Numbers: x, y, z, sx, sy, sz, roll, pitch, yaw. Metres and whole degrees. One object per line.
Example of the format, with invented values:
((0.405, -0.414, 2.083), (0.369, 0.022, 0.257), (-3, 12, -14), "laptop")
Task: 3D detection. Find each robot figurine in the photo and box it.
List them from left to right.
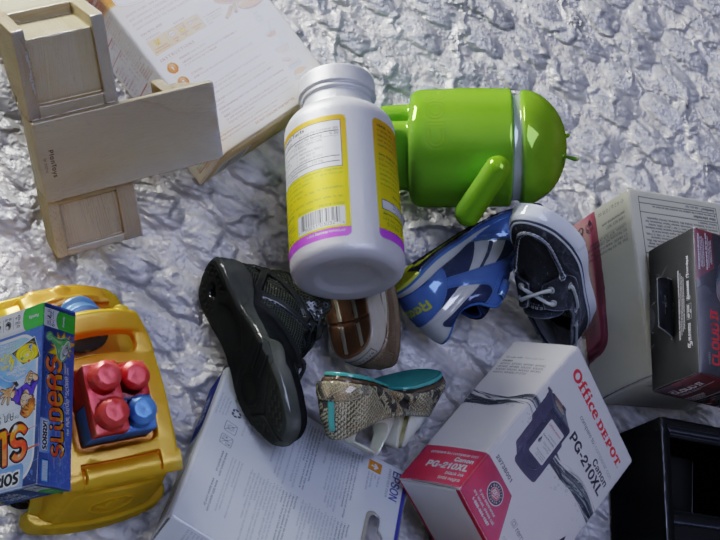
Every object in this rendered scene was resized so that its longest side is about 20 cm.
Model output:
((0.113, -0.122, 1.319), (0.198, 0.117, 0.176), (0, 26, 3), "robot figurine")

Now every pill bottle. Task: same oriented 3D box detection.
((-0.016, -0.083, 1.206), (0.103, 0.104, 0.202), (8, 62, -23), "pill bottle")

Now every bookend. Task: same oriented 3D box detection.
((0.355, 0.266, 1.322), (0.197, 0.092, 0.202), (13, 66, -21), "bookend")

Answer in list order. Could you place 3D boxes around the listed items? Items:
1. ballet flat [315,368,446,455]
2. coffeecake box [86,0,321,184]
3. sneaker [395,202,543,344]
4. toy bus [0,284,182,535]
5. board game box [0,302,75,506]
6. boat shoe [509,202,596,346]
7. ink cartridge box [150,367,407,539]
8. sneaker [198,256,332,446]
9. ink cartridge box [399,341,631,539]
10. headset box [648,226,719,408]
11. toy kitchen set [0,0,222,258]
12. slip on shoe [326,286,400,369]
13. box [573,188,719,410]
((0.018, 0.128, 1.204), (0.199, 0.067, 0.076), (6, 86, -62), "ballet flat")
((-0.150, -0.211, 1.279), (0.153, 0.073, 0.201), (-37, 89, -32), "coffeecake box")
((0.117, -0.001, 1.329), (0.199, 0.074, 0.083), (-34, 92, -27), "sneaker")
((-0.216, 0.090, 1.057), (0.134, 0.192, 0.202), (-8, 72, -27), "toy bus")
((-0.297, 0.114, 1.009), (0.034, 0.199, 0.137), (24, 56, -50), "board game box")
((0.182, 0.015, 1.303), (0.071, 0.201, 0.068), (13, 61, 27), "boat shoe")
((-0.061, 0.199, 1.129), (0.199, 0.041, 0.200), (32, 32, -9), "ink cartridge box")
((-0.064, 0.068, 1.181), (0.113, 0.077, 0.200), (4, 38, -31), "sneaker")
((0.148, 0.183, 1.233), (0.200, 0.084, 0.146), (-44, 117, -33), "ink cartridge box")
((0.364, 0.055, 1.293), (0.198, 0.075, 0.150), (15, 65, -23), "headset box")
((-0.235, -0.151, 1.207), (0.162, 0.180, 0.202), (-16, 117, -21), "toy kitchen set")
((0.000, 0.000, 1.268), (0.060, 0.076, 0.202), (22, 46, -45), "slip on shoe")
((0.308, 0.033, 1.383), (0.127, 0.109, 0.202), (7, 67, -25), "box")
